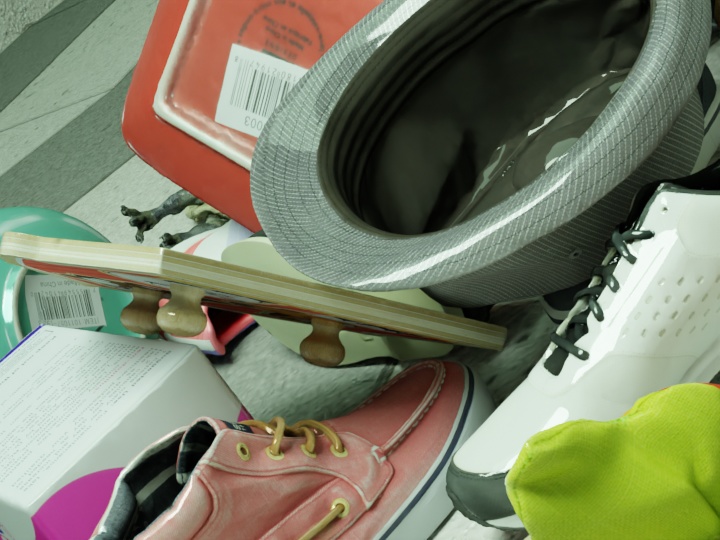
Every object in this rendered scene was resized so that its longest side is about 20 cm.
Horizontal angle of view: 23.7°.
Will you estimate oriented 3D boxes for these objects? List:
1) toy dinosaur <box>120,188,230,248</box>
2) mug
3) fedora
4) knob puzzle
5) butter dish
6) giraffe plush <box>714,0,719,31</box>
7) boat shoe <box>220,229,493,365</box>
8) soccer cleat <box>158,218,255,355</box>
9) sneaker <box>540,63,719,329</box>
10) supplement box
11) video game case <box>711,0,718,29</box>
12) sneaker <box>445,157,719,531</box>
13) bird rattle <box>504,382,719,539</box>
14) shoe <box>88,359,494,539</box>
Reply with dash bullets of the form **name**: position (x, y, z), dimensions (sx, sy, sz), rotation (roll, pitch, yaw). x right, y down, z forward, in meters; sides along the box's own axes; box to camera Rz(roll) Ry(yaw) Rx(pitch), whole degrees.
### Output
- **toy dinosaur**: position (-0.112, -0.041, 1.196), dimensions (0.088, 0.048, 0.200), rotation (-28, 14, -25)
- **mug**: position (-0.190, 0.054, 0.935), dimensions (0.114, 0.152, 0.186), rotation (-23, 34, 41)
- **fedora**: position (0.062, -0.050, 0.703), dimensions (0.200, 0.090, 0.177), rotation (-42, 40, -1)
- **knob puzzle**: position (-0.068, 0.017, 0.739), dimensions (0.219, 0.218, 0.031), rotation (3, 82, 61)
- **butter dish**: position (-0.007, -0.119, 0.966), dimensions (0.147, 0.199, 0.201), rotation (-5, -59, -59)
- **giraffe plush**: position (0.259, -0.196, 0.797), dimensions (0.161, 0.202, 0.173), rotation (10, 20, 17)
- **boat shoe**: position (0.001, 0.002, 0.855), dimensions (0.063, 0.074, 0.201), rotation (-40, 22, -29)
- **soccer cleat**: position (-0.041, -0.022, 1.017), dimensions (0.200, 0.068, 0.073), rotation (-42, 39, -21)
- **sneaker**: position (0.113, -0.050, 0.778), dimensions (0.078, 0.080, 0.200), rotation (-22, 24, 31)
- **supplement box**: position (-0.120, 0.097, 0.788), dimensions (0.103, 0.101, 0.200), rotation (-44, 20, -23)
- **video game case**: position (0.109, -0.163, 0.973), dimensions (0.200, 0.142, 0.019), rotation (-152, 77, -72)
- **sneaker**: position (0.104, 0.015, 0.636), dimensions (0.200, 0.080, 0.074), rotation (-40, 21, -7)
- **bird rattle**: position (0.113, 0.051, 0.511), dimensions (0.200, 0.113, 0.163), rotation (-42, 3, -28)
- **shoe**: position (-0.025, 0.082, 0.674), dimensions (0.071, 0.091, 0.200), rotation (-11, 30, 50)
